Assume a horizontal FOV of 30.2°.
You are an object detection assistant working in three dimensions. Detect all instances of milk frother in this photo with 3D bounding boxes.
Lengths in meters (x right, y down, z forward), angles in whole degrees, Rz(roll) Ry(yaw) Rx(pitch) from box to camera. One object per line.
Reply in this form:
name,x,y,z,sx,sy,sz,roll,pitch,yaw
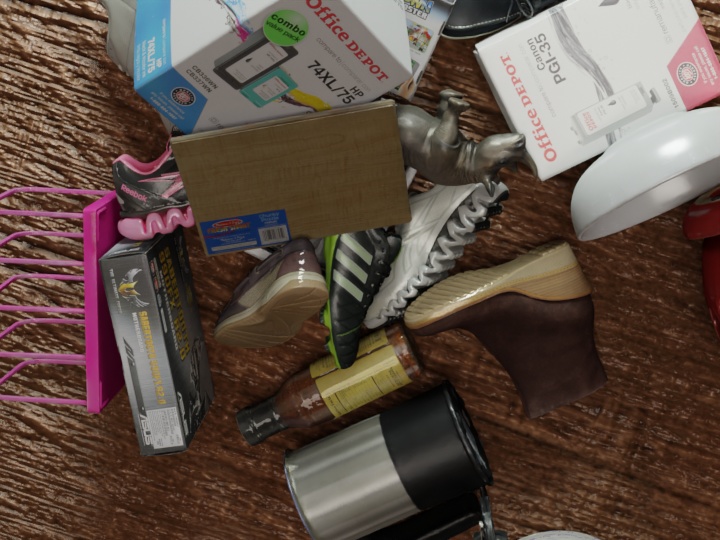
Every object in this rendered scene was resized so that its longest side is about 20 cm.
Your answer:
milk frother,0.042,0.240,1.333,0.188,0.200,0.181,-25,105,8

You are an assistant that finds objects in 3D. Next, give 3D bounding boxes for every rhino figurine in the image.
rhino figurine,0.075,-0.127,1.268,0.200,0.060,0.088,21,110,3

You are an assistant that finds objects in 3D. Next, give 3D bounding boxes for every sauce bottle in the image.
sauce bottle,-0.033,0.120,1.377,0.200,0.066,0.066,-25,101,10

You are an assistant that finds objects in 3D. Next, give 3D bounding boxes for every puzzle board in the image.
puzzle board,-0.059,-0.083,1.215,0.200,0.017,0.151,-9,139,1

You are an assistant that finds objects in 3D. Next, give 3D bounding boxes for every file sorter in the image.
file sorter,-0.301,0.022,1.328,0.125,0.139,0.200,3,103,5

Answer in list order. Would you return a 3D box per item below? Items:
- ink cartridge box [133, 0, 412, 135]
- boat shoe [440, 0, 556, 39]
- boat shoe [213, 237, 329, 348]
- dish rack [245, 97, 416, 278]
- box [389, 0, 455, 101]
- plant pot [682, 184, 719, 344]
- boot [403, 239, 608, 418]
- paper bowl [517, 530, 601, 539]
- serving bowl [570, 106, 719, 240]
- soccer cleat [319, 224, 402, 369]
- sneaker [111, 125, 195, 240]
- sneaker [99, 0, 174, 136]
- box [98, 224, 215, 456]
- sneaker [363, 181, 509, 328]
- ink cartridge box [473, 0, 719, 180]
ink cartridge box,-0.078,-0.214,1.188,0.200,0.146,0.147,-28,135,24
boat shoe,0.154,-0.278,1.268,0.200,0.062,0.075,-19,97,17
boat shoe,-0.089,0.026,1.318,0.072,0.200,0.065,10,66,-23
dish rack,-0.041,-0.095,1.337,0.172,0.044,0.200,27,103,-3
box,-0.019,-0.255,1.283,0.200,0.035,0.110,25,120,-1
plant pot,0.418,-0.011,1.264,0.200,0.200,0.183,-23,93,7
boot,0.151,0.076,1.332,0.200,0.072,0.167,-21,107,-17
paper bowl,0.214,0.386,1.409,0.200,0.104,0.201,0,102,1
serving bowl,0.282,-0.100,1.255,0.200,0.200,0.066,-26,79,8
soccer cleat,0.000,0.000,1.303,0.081,0.068,0.200,1,100,0
sneaker,-0.146,-0.097,1.275,0.200,0.079,0.095,-16,102,0
sneaker,-0.200,-0.203,1.313,0.092,0.076,0.200,-7,107,26
box,-0.197,0.063,1.321,0.048,0.158,0.200,-8,102,7
sneaker,0.061,-0.027,1.342,0.081,0.075,0.200,42,104,12
ink cartridge box,0.228,-0.194,1.281,0.200,0.083,0.147,-26,101,8
